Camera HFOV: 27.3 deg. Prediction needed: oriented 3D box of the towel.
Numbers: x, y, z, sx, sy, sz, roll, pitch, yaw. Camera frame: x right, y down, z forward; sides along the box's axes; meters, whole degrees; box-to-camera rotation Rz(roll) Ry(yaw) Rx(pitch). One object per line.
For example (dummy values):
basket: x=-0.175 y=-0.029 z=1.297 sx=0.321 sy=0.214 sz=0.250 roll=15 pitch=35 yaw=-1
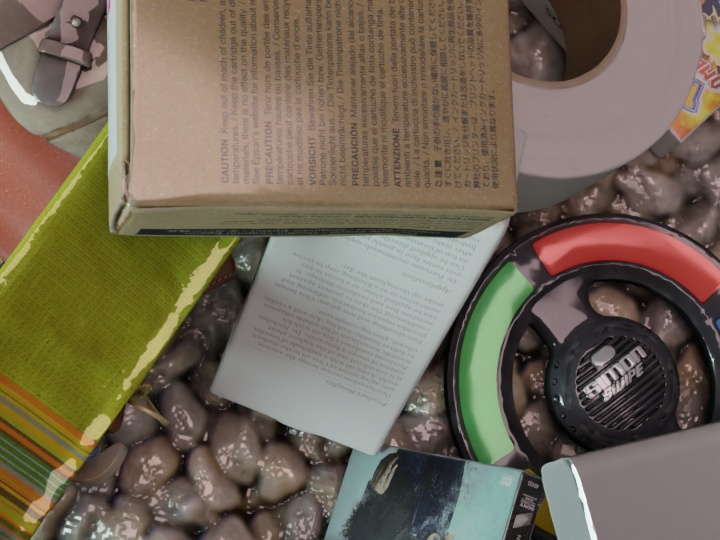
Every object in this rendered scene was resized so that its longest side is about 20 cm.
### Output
towel: x=-0.130 y=0.032 z=0.647 sx=0.086 sy=0.018 sz=0.201 roll=39 pitch=82 yaw=-30

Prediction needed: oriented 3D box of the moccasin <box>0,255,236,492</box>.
moccasin: x=-0.135 y=0.053 z=0.703 sx=0.201 sy=0.073 sz=0.078 roll=-41 pitch=106 yaw=-34

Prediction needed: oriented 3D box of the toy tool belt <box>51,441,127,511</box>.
toy tool belt: x=-0.187 y=0.086 z=0.761 sx=0.200 sy=0.125 sz=0.123 roll=39 pitch=86 yaw=-1

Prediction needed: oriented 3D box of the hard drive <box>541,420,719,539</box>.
hard drive: x=0.185 y=0.148 z=0.770 sx=0.199 sy=0.027 sz=0.133 roll=-6 pitch=76 yaw=-40

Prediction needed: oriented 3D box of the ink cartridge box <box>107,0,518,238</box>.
ink cartridge box: x=-0.024 y=-0.116 z=0.622 sx=0.164 sy=0.075 sz=0.202 roll=1 pitch=82 yaw=-15

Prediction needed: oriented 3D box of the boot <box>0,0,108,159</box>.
boot: x=-0.078 y=-0.132 z=0.677 sx=0.146 sy=0.070 sz=0.200 roll=44 pitch=79 yaw=-15

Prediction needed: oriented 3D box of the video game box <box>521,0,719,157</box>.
video game box: x=0.185 y=-0.203 z=0.903 sx=0.182 sy=0.047 sz=0.200 roll=-41 pitch=89 yaw=-10

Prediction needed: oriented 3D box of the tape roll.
tape roll: x=0.082 y=-0.136 z=0.799 sx=0.201 sy=0.071 sz=0.204 roll=5 pitch=74 yaw=-19

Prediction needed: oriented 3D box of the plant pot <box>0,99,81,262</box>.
plant pot: x=-0.184 y=-0.110 z=0.766 sx=0.195 sy=0.201 sz=0.201 roll=45 pitch=77 yaw=-7

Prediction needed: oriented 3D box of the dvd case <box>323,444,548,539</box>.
dvd case: x=0.015 y=0.192 z=0.765 sx=0.022 sy=0.146 sz=0.201 roll=24 pitch=78 yaw=-33

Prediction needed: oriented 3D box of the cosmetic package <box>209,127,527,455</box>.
cosmetic package: x=0.000 y=0.000 z=0.759 sx=0.101 sy=0.200 sz=0.072 roll=22 pitch=46 yaw=-5

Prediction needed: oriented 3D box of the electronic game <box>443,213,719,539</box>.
electronic game: x=0.146 y=0.066 z=0.853 sx=0.198 sy=0.042 sz=0.202 roll=1 pitch=80 yaw=-8
